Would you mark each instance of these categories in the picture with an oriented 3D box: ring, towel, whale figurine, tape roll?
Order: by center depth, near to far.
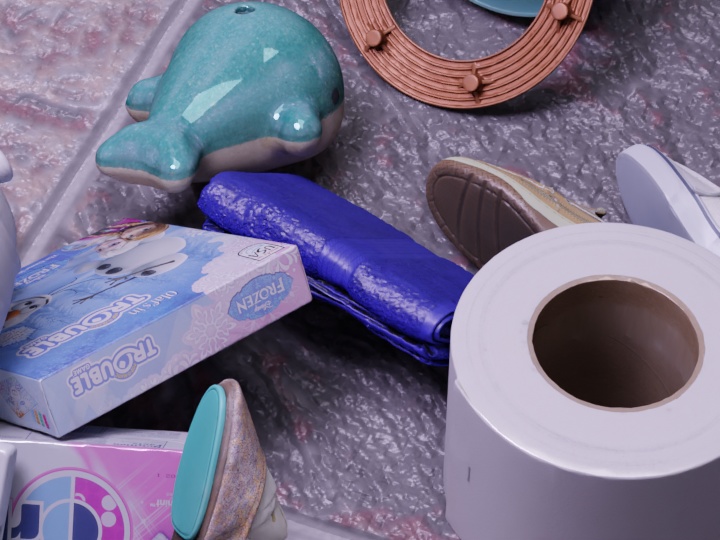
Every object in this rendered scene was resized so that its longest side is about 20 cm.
[{"bbox_3d":[0.152,0.089,1.643,0.202,0.139,0.203,1,48,-1],"label":"tape roll"},{"bbox_3d":[0.000,0.000,1.748,0.200,0.050,0.148,31,13,23],"label":"towel"},{"bbox_3d":[-0.096,-0.119,1.816,0.159,0.104,0.200,14,29,32],"label":"whale figurine"},{"bbox_3d":[0.072,-0.215,1.895,0.200,0.201,0.019,25,11,20],"label":"ring"}]

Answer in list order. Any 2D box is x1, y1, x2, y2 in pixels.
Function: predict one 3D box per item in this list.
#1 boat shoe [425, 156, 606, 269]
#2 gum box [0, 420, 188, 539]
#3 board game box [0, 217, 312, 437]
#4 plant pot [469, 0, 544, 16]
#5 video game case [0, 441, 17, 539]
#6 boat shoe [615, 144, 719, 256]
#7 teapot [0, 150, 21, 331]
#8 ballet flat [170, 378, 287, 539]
[{"bbox_3d":[0.137,-0.019,1.795,0.200,0.072,0.076,36,43,19],"label":"boat shoe"},{"bbox_3d":[-0.166,0.153,1.589,0.199,0.114,0.066,3,7,2],"label":"gum box"},{"bbox_3d":[-0.168,0.030,1.676,0.200,0.044,0.199,-28,24,-33],"label":"board game box"},{"bbox_3d":[0.144,-0.308,1.966,0.200,0.201,0.161,26,37,20],"label":"plant pot"},{"bbox_3d":[-0.310,0.169,1.560,0.199,0.183,0.024,12,8,10],"label":"video game case"},{"bbox_3d":[0.257,-0.020,1.784,0.086,0.075,0.202,-26,56,-21],"label":"boat shoe"},{"bbox_3d":[-0.265,-0.025,1.553,0.146,0.198,0.200,-38,27,-13],"label":"teapot"},{"bbox_3d":[-0.081,0.160,1.529,0.067,0.201,0.068,13,11,-23],"label":"ballet flat"}]
